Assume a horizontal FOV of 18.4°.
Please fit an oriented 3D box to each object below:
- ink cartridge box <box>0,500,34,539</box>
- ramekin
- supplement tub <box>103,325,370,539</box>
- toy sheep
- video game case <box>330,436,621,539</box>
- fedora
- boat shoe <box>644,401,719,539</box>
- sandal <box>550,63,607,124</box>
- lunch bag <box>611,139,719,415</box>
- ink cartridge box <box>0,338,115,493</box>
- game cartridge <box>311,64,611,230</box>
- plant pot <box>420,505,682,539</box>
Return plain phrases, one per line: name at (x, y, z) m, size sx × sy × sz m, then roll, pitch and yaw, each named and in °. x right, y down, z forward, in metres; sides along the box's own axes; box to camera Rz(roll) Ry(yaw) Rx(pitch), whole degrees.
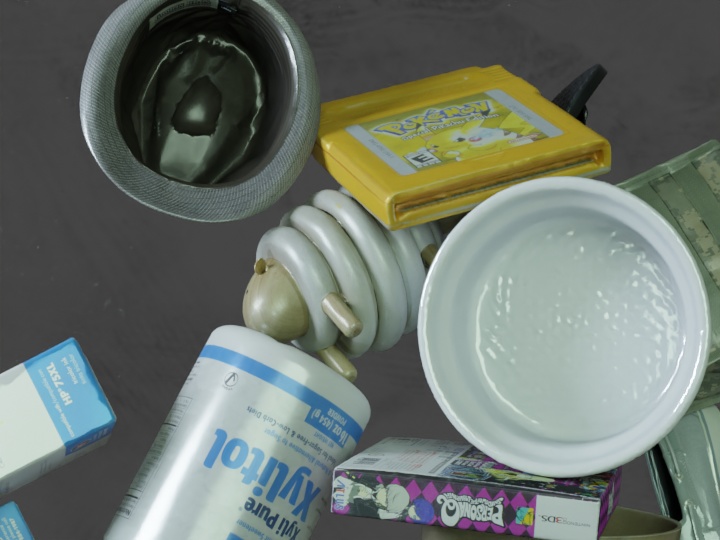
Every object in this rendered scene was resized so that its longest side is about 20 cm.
ink cartridge box at (-0.304, 0.260, 1.546) m, size 0.199 × 0.067 × 0.117 m, roll -27°, pitch 82°, yaw -14°
ramekin at (0.146, 0.040, 1.537) m, size 0.199 × 0.098 × 0.202 m, roll -1°, pitch 87°, yaw 14°
supplement tub at (-0.090, 0.153, 1.569) m, size 0.131 × 0.132 × 0.201 m, roll 27°, pitch 78°, yaw -2°
toy sheep at (0.000, 0.000, 1.625) m, size 0.199 × 0.138 × 0.139 m, roll -23°, pitch 82°, yaw -28°
video game case at (0.086, 0.150, 1.546) m, size 0.180 × 0.200 × 0.036 m, roll 5°, pitch 93°, yaw 10°
fedora at (-0.121, -0.116, 1.648) m, size 0.175 × 0.090 × 0.202 m, roll 12°, pitch 70°, yaw -8°
boat shoe at (0.246, 0.198, 1.654) m, size 0.071 × 0.070 × 0.203 m, roll -5°, pitch 72°, yaw -10°
sandal at (0.141, -0.073, 1.681) m, size 0.045 × 0.075 × 0.201 m, roll 35°, pitch 60°, yaw -10°
lunch bag at (0.214, 0.022, 1.648) m, size 0.199 × 0.118 × 0.165 m, roll -23°, pitch 65°, yaw -12°
ink cartridge box at (-0.275, 0.129, 1.547) m, size 0.199 × 0.116 × 0.068 m, roll -27°, pitch 84°, yaw -14°
game cartridge at (0.062, -0.097, 1.626) m, size 0.175 × 0.200 × 0.033 m, roll -15°, pitch 118°, yaw -17°
plant pot at (0.127, 0.272, 1.572) m, size 0.186 × 0.187 × 0.202 m, roll 4°, pitch 91°, yaw -8°
